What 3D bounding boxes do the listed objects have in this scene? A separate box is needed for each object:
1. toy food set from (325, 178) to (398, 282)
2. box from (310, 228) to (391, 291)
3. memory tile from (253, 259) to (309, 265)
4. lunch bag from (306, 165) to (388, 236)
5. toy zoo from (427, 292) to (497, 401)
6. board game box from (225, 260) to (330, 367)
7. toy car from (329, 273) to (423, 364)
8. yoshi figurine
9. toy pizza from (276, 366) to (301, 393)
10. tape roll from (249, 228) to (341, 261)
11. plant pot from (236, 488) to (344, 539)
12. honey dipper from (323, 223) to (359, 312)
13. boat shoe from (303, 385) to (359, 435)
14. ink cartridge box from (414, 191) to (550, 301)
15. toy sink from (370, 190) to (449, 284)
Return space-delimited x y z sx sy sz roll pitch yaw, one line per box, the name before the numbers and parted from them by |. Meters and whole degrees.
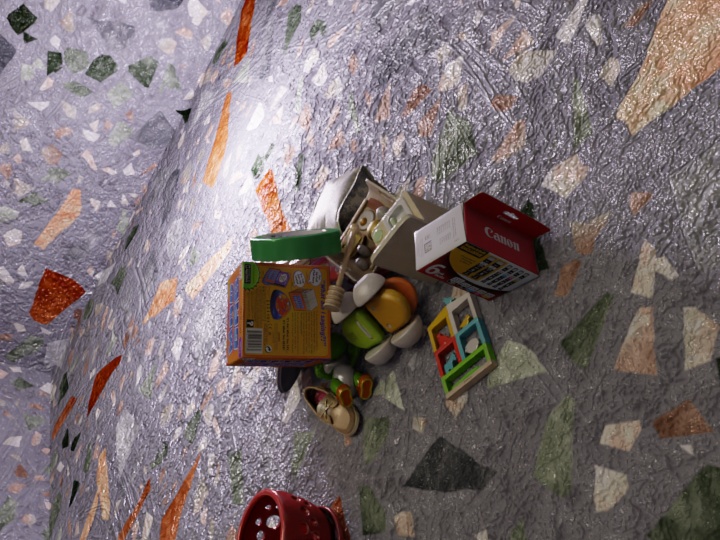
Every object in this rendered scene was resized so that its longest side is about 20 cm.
toy food set | 0.006 -0.089 1.616 0.143 0.060 0.202 36 94 43
box | -0.013 -0.019 1.713 0.198 0.099 0.097 -33 53 27
memory tile | -0.166 -0.040 1.729 0.197 0.017 0.153 -3 27 41
lunch bag | -0.044 -0.139 1.812 0.163 0.117 0.202 -15 40 51
toy zoo | 0.195 0.136 1.438 0.131 0.020 0.203 -45 40 32
board game box | -0.186 0.105 1.618 0.200 0.195 0.205 148 123 -67
toy car | 0.045 0.088 1.584 0.199 0.175 0.150 -38 10 39
yoshi figurine | -0.047 0.215 1.676 0.113 0.111 0.200 -54 33 8
toy pizza | -0.175 0.203 1.810 0.031 0.200 0.205 13 81 13
tape roll | -0.140 -0.057 1.572 0.199 0.197 0.049 6 103 56
plant pot | -0.145 0.580 1.545 0.199 0.180 0.205 -30 50 43
honey dipper | -0.034 -0.011 1.551 0.038 0.038 0.204 -13 54 51
boat shoe | -0.073 0.322 1.682 0.199 0.068 0.075 21 89 57
ink cartridge box | 0.226 -0.039 1.322 0.175 0.197 0.086 -32 48 43
toy sink | 0.106 -0.074 1.508 0.131 0.197 0.113 -51 45 25
